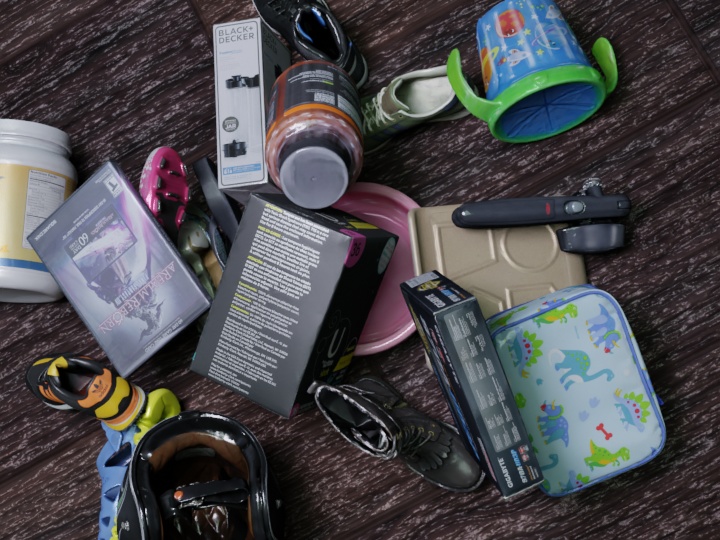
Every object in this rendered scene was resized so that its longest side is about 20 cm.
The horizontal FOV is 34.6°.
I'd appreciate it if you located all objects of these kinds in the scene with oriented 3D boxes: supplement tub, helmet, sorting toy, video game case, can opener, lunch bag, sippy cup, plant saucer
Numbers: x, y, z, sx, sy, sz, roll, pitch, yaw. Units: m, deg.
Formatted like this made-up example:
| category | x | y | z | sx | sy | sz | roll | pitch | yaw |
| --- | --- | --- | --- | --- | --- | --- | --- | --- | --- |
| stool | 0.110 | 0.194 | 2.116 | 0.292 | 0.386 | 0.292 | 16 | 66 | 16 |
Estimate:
| category | x | y | z | sx | sy | sz | roll | pitch | yaw |
| --- | --- | --- | --- | --- | --- | --- | --- | --- | --- |
| supplement tub | -0.419 | -0.069 | 1.397 | 0.144 | 0.145 | 0.201 | -1 | 79 | 13 |
| helmet | -0.172 | 0.271 | 1.252 | 0.199 | 0.191 | 0.200 | 2 | 41 | -2 |
| sorting toy | 0.156 | 0.015 | 1.279 | 0.199 | 0.036 | 0.186 | -4 | 78 | -12 |
| video game case | -0.269 | 0.000 | 1.291 | 0.143 | 0.019 | 0.200 | -39 | 81 | 18 |
| can opener | 0.198 | -0.061 | 1.252 | 0.199 | 0.063 | 0.079 | 1 | 76 | -13 |
| lunch bag | 0.222 | 0.123 | 1.212 | 0.160 | 0.082 | 0.200 | -23 | 97 | -3 |
| sippy cup | 0.191 | -0.232 | 1.295 | 0.139 | 0.178 | 0.131 | -28 | 67 | 32 |
| supplement tub | -0.050 | -0.143 | 1.241 | 0.107 | 0.200 | 0.107 | 0 | 122 | -1 |
| plant saucer | 0.000 | 0.000 | 1.336 | 0.200 | 0.051 | 0.201 | -2 | 80 | 13 |

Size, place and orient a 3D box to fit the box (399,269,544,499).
| category | x | y | z | sx | sy | sz | roll | pitch | yaw |
| --- | --- | --- | --- | --- | --- | --- | --- | --- | --- |
| box | 0.108 | 0.107 | 1.153 | 0.046 | 0.159 | 0.200 | -23 | 103 | -5 |

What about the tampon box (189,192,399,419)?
| category | x | y | z | sx | sy | sz | roll | pitch | yaw |
| --- | --- | --- | --- | --- | --- | --- | --- | --- | --- |
| tampon box | -0.067 | 0.032 | 1.231 | 0.126 | 0.150 | 0.200 | 24 | 101 | 17 |

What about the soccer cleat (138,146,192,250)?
| category | x | y | z | sx | sy | sz | roll | pitch | yaw |
| --- | --- | --- | --- | --- | --- | --- | --- | --- | --- |
| soccer cleat | -0.243 | -0.040 | 1.325 | 0.086 | 0.070 | 0.201 | -3 | 86 | 32 |

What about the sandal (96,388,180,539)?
| category | x | y | z | sx | sy | sz | roll | pitch | yaw |
| --- | --- | --- | --- | --- | --- | --- | --- | --- | --- |
| sandal | -0.271 | 0.233 | 1.347 | 0.087 | 0.079 | 0.201 | 6 | 76 | 27 |

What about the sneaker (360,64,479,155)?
| category | x | y | z | sx | sy | sz | roll | pitch | yaw |
| --- | --- | --- | --- | --- | --- | --- | --- | --- | --- |
| sneaker | 0.036 | -0.191 | 1.343 | 0.200 | 0.090 | 0.067 | -17 | 77 | 10 |

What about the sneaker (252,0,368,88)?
| category | x | y | z | sx | sy | sz | roll | pitch | yaw |
| --- | --- | --- | --- | --- | --- | --- | --- | --- | --- |
| sneaker | -0.069 | -0.306 | 1.378 | 0.073 | 0.112 | 0.200 | -43 | 73 | 1 |

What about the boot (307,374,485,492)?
| category | x | y | z | sx | sy | sz | roll | pitch | yaw |
| --- | --- | --- | --- | --- | --- | --- | --- | --- | --- |
| boot | 0.039 | 0.179 | 1.220 | 0.200 | 0.174 | 0.069 | 34 | 95 | 9 |

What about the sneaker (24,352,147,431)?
| category | x | y | z | sx | sy | sz | roll | pitch | yaw |
| --- | --- | --- | --- | --- | --- | --- | --- | --- | --- |
| sneaker | -0.336 | 0.122 | 1.340 | 0.200 | 0.090 | 0.070 | 13 | 65 | 40 |

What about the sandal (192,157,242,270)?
| category | x | y | z | sx | sy | sz | roll | pitch | yaw |
| --- | --- | --- | --- | --- | --- | --- | --- | --- | --- |
| sandal | -0.156 | -0.042 | 1.372 | 0.043 | 0.076 | 0.200 | -30 | 64 | 5 |

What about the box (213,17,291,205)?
| category | x | y | z | sx | sy | sz | roll | pitch | yaw |
| --- | --- | --- | --- | --- | --- | --- | --- | --- | --- |
| box | -0.123 | -0.182 | 1.365 | 0.060 | 0.117 | 0.201 | -7 | 77 | 14 |

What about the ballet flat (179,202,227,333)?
| category | x | y | z | sx | sy | sz | roll | pitch | yaw |
| --- | --- | --- | --- | --- | --- | --- | --- | --- | --- |
| ballet flat | -0.190 | -0.001 | 1.371 | 0.074 | 0.074 | 0.200 | -30 | 74 | 6 |
